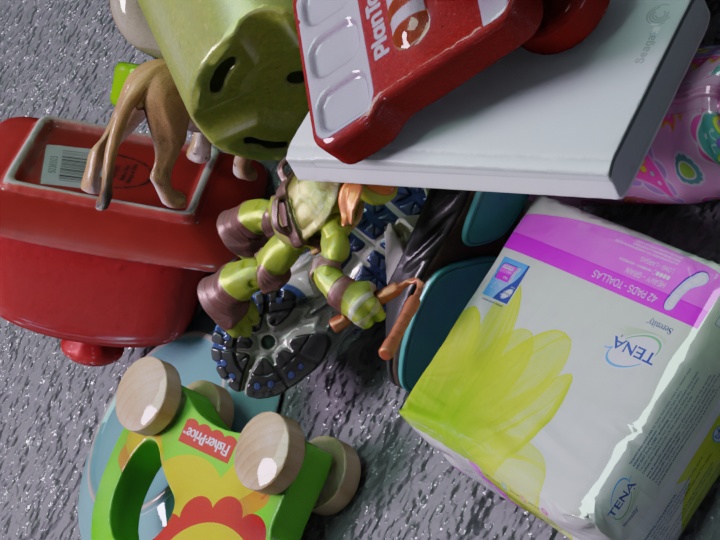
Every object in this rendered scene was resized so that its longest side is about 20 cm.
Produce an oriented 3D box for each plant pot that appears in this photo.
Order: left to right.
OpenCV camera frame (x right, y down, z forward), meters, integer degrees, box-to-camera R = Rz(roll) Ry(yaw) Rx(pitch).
[{"bbox_3d":[-0.058,-0.175,1.413,0.200,0.200,0.185,-38,48,26],"label":"plant pot"}]

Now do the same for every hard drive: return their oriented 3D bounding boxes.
[{"bbox_3d":[0.071,-0.097,1.251,0.199,0.026,0.132,4,51,35],"label":"hard drive"}]

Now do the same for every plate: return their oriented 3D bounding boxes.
[{"bbox_3d":[-0.127,0.105,1.553,0.200,0.026,0.201,-34,39,32],"label":"plate"}]

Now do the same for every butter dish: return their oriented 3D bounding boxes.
[{"bbox_3d":[-0.175,-0.005,1.595,0.200,0.198,0.149,-79,0,-66],"label":"butter dish"}]

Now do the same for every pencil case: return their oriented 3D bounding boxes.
[{"bbox_3d":[0.155,-0.080,1.287,0.199,0.087,0.088,2,62,52],"label":"pencil case"}]

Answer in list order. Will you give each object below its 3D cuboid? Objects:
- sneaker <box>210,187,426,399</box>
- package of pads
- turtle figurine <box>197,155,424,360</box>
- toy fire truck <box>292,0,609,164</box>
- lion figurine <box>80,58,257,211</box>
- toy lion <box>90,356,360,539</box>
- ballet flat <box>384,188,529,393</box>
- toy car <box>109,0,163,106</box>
[{"bbox_3d":[0.000,0.000,1.429,0.199,0.077,0.085,-28,6,11],"label":"sneaker"},{"bbox_3d":[0.119,0.056,1.228,0.155,0.068,0.200,-57,31,-5],"label":"package of pads"},{"bbox_3d":[-0.028,-0.022,1.319,0.161,0.064,0.201,-33,48,43],"label":"turtle figurine"},{"bbox_3d":[0.027,-0.174,1.244,0.167,0.112,0.201,-31,53,27],"label":"toy fire truck"},{"bbox_3d":[-0.105,-0.113,1.526,0.200,0.072,0.123,-34,-38,-58],"label":"lion figurine"},{"bbox_3d":[-0.097,0.169,1.410,0.199,0.068,0.193,21,85,47],"label":"toy lion"},{"bbox_3d":[0.054,-0.024,1.338,0.069,0.068,0.201,53,134,37],"label":"ballet flat"},{"bbox_3d":[-0.102,-0.189,1.702,0.200,0.157,0.166,-141,61,-83],"label":"toy car"}]
